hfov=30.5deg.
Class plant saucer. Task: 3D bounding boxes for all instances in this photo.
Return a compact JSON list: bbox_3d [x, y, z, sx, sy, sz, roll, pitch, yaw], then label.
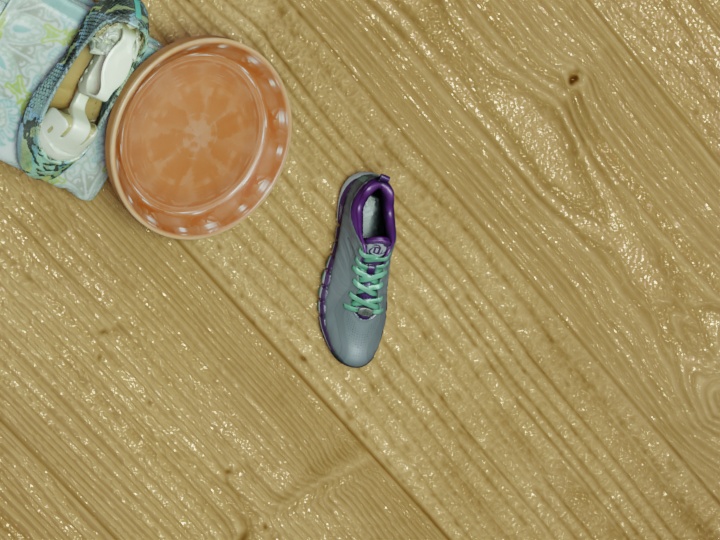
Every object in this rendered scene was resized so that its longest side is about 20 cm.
[{"bbox_3d":[-0.158,-0.130,1.287,0.198,0.032,0.203,-17,121,-30],"label":"plant saucer"}]

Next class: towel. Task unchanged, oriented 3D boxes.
[{"bbox_3d":[-0.291,-0.176,1.239,0.199,0.048,0.172,27,107,-37],"label":"towel"}]

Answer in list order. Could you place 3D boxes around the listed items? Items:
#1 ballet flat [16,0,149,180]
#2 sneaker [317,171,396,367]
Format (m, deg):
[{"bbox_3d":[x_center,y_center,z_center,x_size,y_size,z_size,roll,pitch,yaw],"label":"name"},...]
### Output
[{"bbox_3d":[-0.252,-0.158,1.197,0.074,0.074,0.201,27,108,-11],"label":"ballet flat"},{"bbox_3d":[0.000,0.000,1.335,0.073,0.087,0.203,3,92,-12],"label":"sneaker"}]
